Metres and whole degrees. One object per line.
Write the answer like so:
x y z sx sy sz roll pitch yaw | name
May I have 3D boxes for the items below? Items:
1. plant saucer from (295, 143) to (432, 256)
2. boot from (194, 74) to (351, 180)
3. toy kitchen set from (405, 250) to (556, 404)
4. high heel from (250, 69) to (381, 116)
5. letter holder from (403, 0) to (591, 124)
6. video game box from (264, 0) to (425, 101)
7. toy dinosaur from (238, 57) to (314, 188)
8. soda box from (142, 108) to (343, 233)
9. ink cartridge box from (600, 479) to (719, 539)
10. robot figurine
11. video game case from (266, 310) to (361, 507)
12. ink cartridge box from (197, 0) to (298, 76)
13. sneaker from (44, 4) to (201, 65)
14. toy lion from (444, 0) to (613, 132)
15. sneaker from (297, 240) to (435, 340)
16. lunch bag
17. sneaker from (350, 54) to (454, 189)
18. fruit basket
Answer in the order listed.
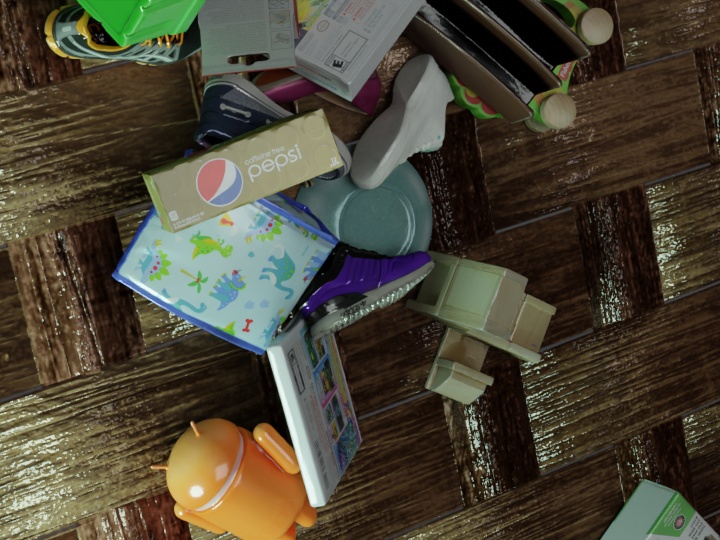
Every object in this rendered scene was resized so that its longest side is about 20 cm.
0.012 -0.056 1.784 0.201 0.039 0.202 -3 96 -27 | plant saucer
-0.100 -0.135 1.626 0.200 0.073 0.091 30 53 -25 | boot
0.174 0.095 1.807 0.200 0.180 0.164 24 85 -30 | toy kitchen set
-0.050 -0.202 1.702 0.200 0.067 0.096 -23 121 -34 | high heel
0.162 -0.284 1.745 0.200 0.142 0.101 38 81 -12 | letter holder
-0.034 -0.314 1.657 0.182 0.047 0.200 30 70 14 | video game box
-0.129 -0.174 1.698 0.101 0.058 0.200 -36 107 -38 | toy dinosaur
-0.125 -0.108 1.531 0.200 0.064 0.068 -23 101 -14 | soda box
0.440 0.418 2.040 0.200 0.084 0.145 45 74 -25 | ink cartridge box
-0.142 0.246 1.689 0.200 0.144 0.117 33 64 -27 | robot figurine
-0.052 0.152 1.712 0.024 0.182 0.200 -11 104 17 | video game case
-0.125 -0.293 1.602 0.109 0.050 0.200 -5 65 1 | ink cartridge box
-0.245 -0.266 1.601 0.200 0.077 0.078 -12 99 -29 | sneaker
0.206 -0.281 1.858 0.191 0.069 0.200 28 82 -20 | toy lion
0.000 0.000 1.723 0.200 0.070 0.100 -27 79 -37 | sneaker
-0.159 -0.026 1.628 0.200 0.127 0.170 26 100 -36 | lunch bag
0.063 -0.167 1.770 0.088 0.075 0.200 46 62 -32 | sneaker
-0.232 -0.356 1.536 0.215 0.155 0.216 14 59 -24 | fruit basket
